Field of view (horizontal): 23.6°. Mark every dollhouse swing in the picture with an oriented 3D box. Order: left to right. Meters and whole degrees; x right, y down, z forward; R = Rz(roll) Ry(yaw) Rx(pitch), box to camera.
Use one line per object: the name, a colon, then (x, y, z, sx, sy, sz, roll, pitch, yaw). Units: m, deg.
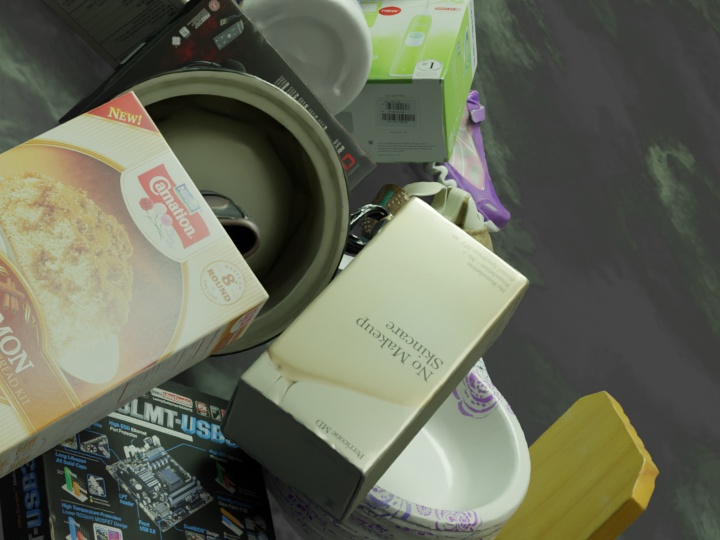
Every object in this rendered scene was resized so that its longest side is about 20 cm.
dollhouse swing: (0.164, 0.224, 1.266, 0.182, 0.176, 0.200, 57, 5, -18)

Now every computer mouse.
computer mouse: (0.000, 0.000, 1.273, 0.059, 0.034, 0.200, 27, 33, -7)

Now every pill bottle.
pill bottle: (-0.060, -0.212, 1.425, 0.120, 0.120, 0.200, 42, 17, -26)

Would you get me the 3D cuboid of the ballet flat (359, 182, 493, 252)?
ballet flat: (0.074, -0.047, 1.591, 0.070, 0.065, 0.200, 28, 13, 29)

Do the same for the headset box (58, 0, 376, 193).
headset box: (-0.098, -0.086, 1.269, 0.200, 0.149, 0.075, 49, -10, -16)

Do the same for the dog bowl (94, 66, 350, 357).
dog bowl: (-0.109, -0.046, 1.184, 0.200, 0.200, 0.074, 48, 6, -16)

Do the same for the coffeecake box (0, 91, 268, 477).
coffeecake box: (-0.181, 0.011, 1.003, 0.200, 0.073, 0.154, -30, 81, -27)

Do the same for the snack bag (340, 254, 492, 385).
snack bag: (0.049, 0.067, 1.492, 0.200, 0.021, 0.189, 16, 49, -52)

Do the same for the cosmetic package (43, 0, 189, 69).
cosmetic package: (-0.201, -0.248, 1.324, 0.200, 0.103, 0.073, 45, 39, -24)

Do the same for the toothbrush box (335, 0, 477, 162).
toothbrush box: (0.021, -0.180, 1.552, 0.200, 0.145, 0.086, -70, 158, -56)

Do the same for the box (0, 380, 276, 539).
box: (-0.134, 0.156, 1.072, 0.200, 0.050, 0.199, 24, 41, -45)

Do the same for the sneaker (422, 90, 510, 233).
sneaker: (0.092, -0.129, 1.679, 0.200, 0.088, 0.080, 53, 1, -10)

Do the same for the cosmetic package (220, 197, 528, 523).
cosmetic package: (0.012, 0.055, 1.135, 0.103, 0.073, 0.200, 36, 53, 9)

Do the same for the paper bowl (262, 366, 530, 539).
paper bowl: (0.013, 0.134, 1.235, 0.200, 0.104, 0.201, 20, 37, -16)

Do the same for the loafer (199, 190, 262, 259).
loafer: (-0.156, -0.005, 1.084, 0.200, 0.063, 0.072, -19, 109, -26)
